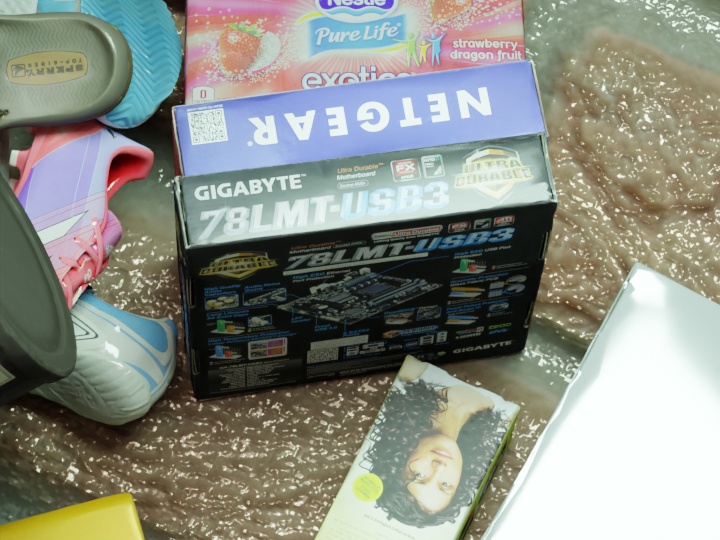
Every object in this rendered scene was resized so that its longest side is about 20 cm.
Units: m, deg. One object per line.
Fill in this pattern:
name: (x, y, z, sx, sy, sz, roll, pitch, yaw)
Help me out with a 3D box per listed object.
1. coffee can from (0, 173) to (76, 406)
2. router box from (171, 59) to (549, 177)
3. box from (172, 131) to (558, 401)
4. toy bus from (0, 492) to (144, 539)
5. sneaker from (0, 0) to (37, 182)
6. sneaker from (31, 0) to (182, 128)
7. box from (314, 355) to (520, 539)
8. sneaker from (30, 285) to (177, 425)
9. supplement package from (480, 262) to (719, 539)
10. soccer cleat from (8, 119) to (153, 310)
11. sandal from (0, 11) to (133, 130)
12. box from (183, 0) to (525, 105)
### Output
coffee can: (-0.262, 0.032, 1.278, 0.199, 0.146, 0.147, -28, 67, 8)
router box: (-0.002, -0.041, 1.433, 0.198, 0.180, 0.049, -8, 65, -6)
box: (0.000, 0.000, 1.402, 0.198, 0.199, 0.050, -9, 64, -5)
toy bus: (-0.209, 0.182, 1.375, 0.198, 0.078, 0.065, -15, 66, -9)
sneaker: (-0.252, -0.118, 1.486, 0.114, 0.072, 0.202, 4, 84, 46)
sneaker: (-0.165, -0.143, 1.509, 0.076, 0.081, 0.201, 23, 29, -37)
box: (0.015, 0.151, 1.414, 0.075, 0.050, 0.201, 23, 67, 8)
sneaker: (-0.197, 0.029, 1.461, 0.199, 0.072, 0.073, 19, 39, 11)
supplement package: (0.167, 0.130, 1.397, 0.155, 0.111, 0.201, 28, 67, 11)
soccer cleat: (-0.171, -0.003, 1.403, 0.076, 0.067, 0.201, 14, 53, 1)
sandal: (-0.223, -0.099, 1.398, 0.198, 0.055, 0.082, -6, 93, 0)
box: (-0.004, -0.113, 1.513, 0.198, 0.095, 0.103, 0, 64, -2)
